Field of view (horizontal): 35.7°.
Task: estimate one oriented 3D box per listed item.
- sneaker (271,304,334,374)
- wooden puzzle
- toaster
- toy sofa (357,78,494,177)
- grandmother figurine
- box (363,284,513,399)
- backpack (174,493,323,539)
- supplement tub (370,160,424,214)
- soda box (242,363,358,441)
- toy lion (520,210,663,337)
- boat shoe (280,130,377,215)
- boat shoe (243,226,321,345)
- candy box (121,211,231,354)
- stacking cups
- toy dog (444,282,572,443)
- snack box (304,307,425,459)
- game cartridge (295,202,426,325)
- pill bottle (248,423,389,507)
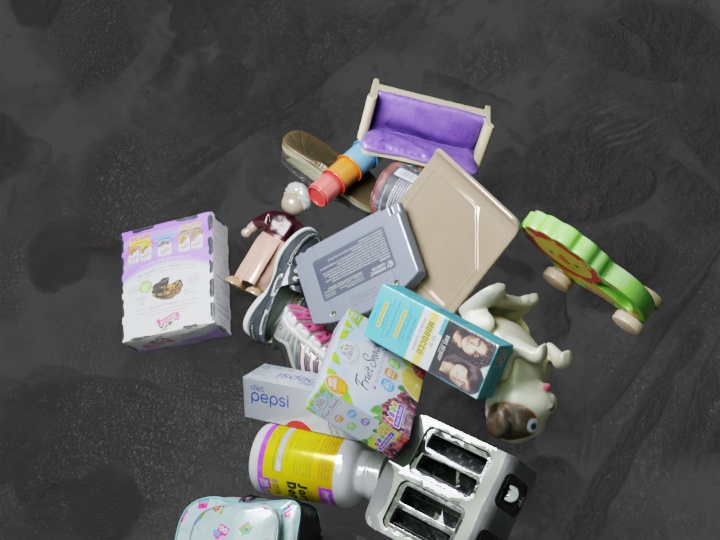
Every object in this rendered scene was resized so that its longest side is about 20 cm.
[{"bbox_3d":[-0.062,0.147,1.707,0.200,0.074,0.087,46,117,13],"label":"sneaker"},{"bbox_3d":[0.121,-0.047,1.625,0.185,0.037,0.200,47,114,29],"label":"wooden puzzle"},{"bbox_3d":[0.119,0.311,1.547,0.200,0.119,0.181,23,78,26],"label":"toaster"},{"bbox_3d":[0.100,-0.219,1.724,0.199,0.083,0.098,13,39,-4],"label":"toy sofa"},{"bbox_3d":[-0.136,-0.052,1.819,0.121,0.061,0.200,26,81,5],"label":"grandmother figurine"},{"bbox_3d":[0.105,0.096,1.539,0.200,0.049,0.082,27,102,30],"label":"box"},{"bbox_3d":[-0.174,0.408,1.600,0.200,0.153,0.176,-3,74,26],"label":"backpack"},{"bbox_3d":[0.120,-0.086,1.712,0.200,0.107,0.107,29,81,26],"label":"supplement tub"},{"bbox_3d":[-0.074,0.193,1.646,0.200,0.063,0.068,8,109,28],"label":"soda box"},{"bbox_3d":[0.316,-0.006,1.559,0.200,0.192,0.069,35,84,27],"label":"toy lion"},{"bbox_3d":[-0.046,-0.151,1.823,0.200,0.065,0.073,39,54,12],"label":"boat shoe"},{"bbox_3d":[-0.110,0.028,1.764,0.060,0.076,0.200,27,91,51],"label":"boat shoe"},{"bbox_3d":[-0.304,0.022,1.843,0.167,0.072,0.200,-12,65,15],"label":"candy box"},{"bbox_3d":[-0.004,-0.171,1.778,0.060,0.061,0.200,32,61,27],"label":"stacking cups"},{"bbox_3d":[0.201,0.145,1.575,0.194,0.139,0.200,-32,61,19],"label":"toy dog"},{"bbox_3d":[0.013,0.154,1.566,0.142,0.200,0.053,30,121,-6],"label":"snack box"},{"bbox_3d":[0.000,0.000,1.660,0.200,0.042,0.133,-26,76,28],"label":"game cartridge"},{"bbox_3d":[-0.054,0.286,1.627,0.200,0.104,0.105,5,71,22],"label":"pill bottle"}]
